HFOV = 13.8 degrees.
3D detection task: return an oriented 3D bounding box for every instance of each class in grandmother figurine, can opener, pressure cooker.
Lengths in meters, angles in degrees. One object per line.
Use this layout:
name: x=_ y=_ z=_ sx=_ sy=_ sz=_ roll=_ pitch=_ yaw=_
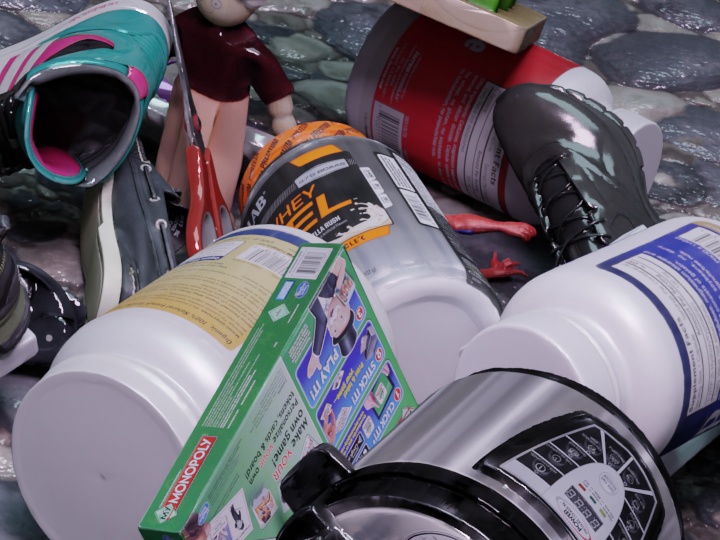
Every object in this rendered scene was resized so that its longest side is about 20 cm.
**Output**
grandmother figurine: x=-0.092 y=-0.117 z=1.880 sx=0.121 sy=0.201 sz=0.061 roll=20 pitch=31 yaw=15
can opener: x=-0.260 y=0.023 z=1.742 sx=0.198 sy=0.079 sz=0.064 roll=6 pitch=69 yaw=-4
pressure cooker: x=0.055 y=0.162 z=1.496 sx=0.175 sy=0.180 sz=0.200 roll=10 pitch=26 yaw=28

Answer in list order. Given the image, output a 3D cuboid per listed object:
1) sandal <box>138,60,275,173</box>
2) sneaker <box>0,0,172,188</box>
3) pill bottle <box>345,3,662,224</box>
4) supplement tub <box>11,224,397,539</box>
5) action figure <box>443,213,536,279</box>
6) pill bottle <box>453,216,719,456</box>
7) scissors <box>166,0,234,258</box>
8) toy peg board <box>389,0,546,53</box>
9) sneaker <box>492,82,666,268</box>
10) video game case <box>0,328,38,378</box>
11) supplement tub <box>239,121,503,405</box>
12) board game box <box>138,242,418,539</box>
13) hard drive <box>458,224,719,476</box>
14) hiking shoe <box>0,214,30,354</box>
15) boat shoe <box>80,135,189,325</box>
sandal: x=-0.128 y=-0.113 z=1.980 sx=0.201 sy=0.050 sz=0.082 roll=23 pitch=-12 yaw=6
sneaker: x=-0.206 y=-0.085 z=1.831 sx=0.199 sy=0.084 sz=0.121 roll=-30 pitch=22 yaw=14
pill bottle: x=0.098 y=-0.100 z=2.007 sx=0.199 sy=0.113 sz=0.112 roll=27 pitch=33 yaw=24
supplement tub: x=-0.084 y=0.072 z=1.620 sx=0.144 sy=0.145 sz=0.200 roll=25 pitch=32 yaw=22
action figure: x=0.086 y=0.011 z=1.865 sx=0.098 sy=0.066 sz=0.200 roll=-10 pitch=37 yaw=-21
pill bottle: x=0.143 y=0.048 z=1.649 sx=0.119 sy=0.120 sz=0.199 roll=30 pitch=30 yaw=28
scissors: x=-0.101 y=-0.078 z=1.850 sx=0.014 sy=0.201 sz=0.073 roll=-13 pitch=-16 yaw=17
toy peg board: x=0.036 y=-0.228 z=1.930 sx=0.198 sy=0.098 sz=0.200 roll=24 pitch=9 yaw=4
sneaker: x=0.147 y=-0.035 z=1.879 sx=0.200 sy=0.076 sz=0.091 roll=52 pitch=34 yaw=11
video game case: x=-0.298 y=0.022 z=1.689 sx=0.143 sy=0.018 sz=0.200 roll=-34 pitch=56 yaw=-25
supplement tub: x=0.000 y=0.000 z=1.794 sx=0.122 sy=0.123 sz=0.200 roll=-2 pitch=32 yaw=-22
board game box: x=-0.037 y=0.103 z=1.534 sx=0.029 sy=0.135 sz=0.201 roll=3 pitch=46 yaw=30
hard drive: x=0.147 y=0.065 z=1.757 sx=0.200 sy=0.027 sz=0.132 roll=-32 pitch=93 yaw=-50
hiking shoe: x=-0.283 y=0.009 z=1.621 sx=0.199 sy=0.101 sz=0.076 roll=-12 pitch=49 yaw=-8
boat shoe: x=-0.135 y=-0.025 z=1.838 sx=0.066 sy=0.075 sz=0.200 roll=10 pitch=28 yaw=-13
